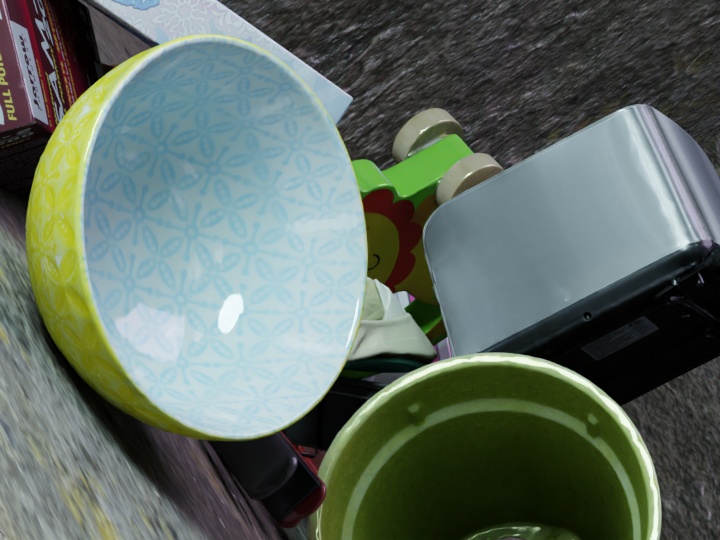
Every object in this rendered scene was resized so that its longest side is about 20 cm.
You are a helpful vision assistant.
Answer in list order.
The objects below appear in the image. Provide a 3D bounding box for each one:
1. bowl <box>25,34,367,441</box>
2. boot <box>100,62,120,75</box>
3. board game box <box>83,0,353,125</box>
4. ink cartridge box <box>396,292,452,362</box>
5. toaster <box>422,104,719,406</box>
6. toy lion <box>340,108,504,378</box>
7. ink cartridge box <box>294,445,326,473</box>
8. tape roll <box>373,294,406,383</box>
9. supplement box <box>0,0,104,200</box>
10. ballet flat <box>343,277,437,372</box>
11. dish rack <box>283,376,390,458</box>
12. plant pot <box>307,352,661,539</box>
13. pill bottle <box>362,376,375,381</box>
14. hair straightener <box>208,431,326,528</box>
[{"bbox_3d":[-0.100,-0.011,1.347,0.107,0.201,0.200,-7,-47,42],"label":"bowl"},{"bbox_3d":[-0.105,-0.090,1.663,0.199,0.074,0.155,21,17,18],"label":"boot"},{"bbox_3d":[-0.125,-0.158,1.555,0.200,0.043,0.199,34,1,-32],"label":"board game box"},{"bbox_3d":[0.047,0.052,1.917,0.095,0.037,0.201,77,0,-57],"label":"ink cartridge box"},{"bbox_3d":[0.154,0.002,1.650,0.181,0.199,0.119,30,35,-62],"label":"toaster"},{"bbox_3d":[0.000,0.000,1.699,0.069,0.191,0.200,49,-19,34],"label":"toy lion"},{"bbox_3d":[-0.001,0.132,1.851,0.109,0.050,0.200,54,3,16],"label":"ink cartridge box"},{"bbox_3d":[0.079,0.085,2.143,0.139,0.202,0.203,54,4,40],"label":"tape roll"},{"bbox_3d":[-0.187,-0.106,1.465,0.200,0.061,0.109,30,44,-79],"label":"supplement box"},{"bbox_3d":[-0.010,0.032,1.621,0.070,0.069,0.200,53,21,17],"label":"ballet flat"},{"bbox_3d":[0.044,0.109,1.728,0.199,0.055,0.153,16,-5,-40],"label":"dish rack"},{"bbox_3d":[0.082,0.176,1.589,0.201,0.200,0.184,54,-7,26],"label":"plant pot"},{"bbox_3d":[-0.032,0.023,1.916,0.112,0.111,0.200,54,-10,22],"label":"pill bottle"},{"bbox_3d":[-0.089,0.058,1.527,0.200,0.041,0.077,55,4,39],"label":"hair straightener"}]
